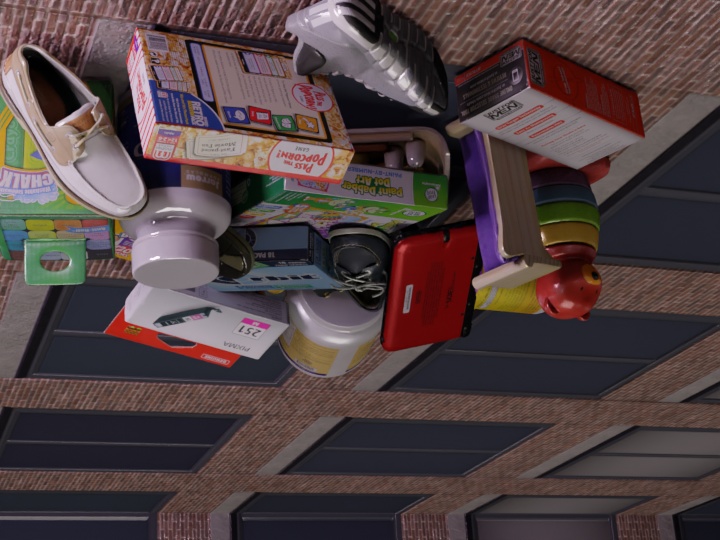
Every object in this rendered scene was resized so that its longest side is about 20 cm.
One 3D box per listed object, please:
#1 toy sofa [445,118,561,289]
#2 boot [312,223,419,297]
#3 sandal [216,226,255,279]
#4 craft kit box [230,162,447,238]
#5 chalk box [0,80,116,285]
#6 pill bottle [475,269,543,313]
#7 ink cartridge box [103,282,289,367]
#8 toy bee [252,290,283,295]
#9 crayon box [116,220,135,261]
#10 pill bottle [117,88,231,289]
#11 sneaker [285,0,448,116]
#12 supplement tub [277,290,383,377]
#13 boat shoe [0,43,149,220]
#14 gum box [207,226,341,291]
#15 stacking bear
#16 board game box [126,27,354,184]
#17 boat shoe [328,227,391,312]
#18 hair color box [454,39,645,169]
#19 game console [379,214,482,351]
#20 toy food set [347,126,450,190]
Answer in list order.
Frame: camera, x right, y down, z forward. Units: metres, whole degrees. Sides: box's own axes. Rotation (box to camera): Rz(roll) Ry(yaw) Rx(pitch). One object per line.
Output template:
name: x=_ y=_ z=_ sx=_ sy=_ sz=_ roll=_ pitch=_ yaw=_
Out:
toy sofa: x=0.148 y=-0.084 z=1.502 sx=0.097 sy=0.200 sz=0.083 roll=7 pitch=158 yaw=-41
boot: x=0.022 y=0.007 z=1.772 sx=0.153 sy=0.074 sz=0.204 roll=-21 pitch=120 yaw=19
sandal: x=-0.190 y=-0.071 z=1.532 sx=0.057 sy=0.201 sz=0.080 roll=-41 pitch=172 yaw=-38
craft kit box: x=-0.035 y=-0.077 z=1.517 sx=0.197 sy=0.049 sz=0.200 roll=2 pitch=169 yaw=-26
chalk box: x=-0.319 y=-0.084 z=1.412 sx=0.125 sy=0.200 sz=0.124 roll=-1 pitch=158 yaw=-8
pill bottle: x=0.207 y=0.006 z=1.869 sx=0.200 sy=0.105 sz=0.104 roll=6 pitch=156 yaw=-23
ink cartridge box: x=-0.222 y=0.077 z=1.808 sx=0.200 sy=0.044 sz=0.174 roll=18 pitch=136 yaw=-26
toy bee: x=-0.152 y=0.031 z=1.865 sx=0.131 sy=0.109 sz=0.200 roll=-21 pitch=153 yaw=32
crayon box: x=-0.275 y=-0.062 z=1.669 sx=0.119 sy=0.058 sz=0.200 roll=-22 pitch=152 yaw=39
pill bottle: x=-0.196 y=-0.089 z=1.423 sx=0.119 sy=0.200 sz=0.120 roll=-4 pitch=159 yaw=-2
sneaker: x=-0.002 y=-0.210 z=1.346 sx=0.115 sy=0.075 sz=0.200 roll=-12 pitch=147 yaw=32
supplement tub: x=-0.038 y=0.056 z=1.894 sx=0.145 sy=0.146 sz=0.200 roll=0 pitch=158 yaw=-11
boat shoe: x=-0.281 y=-0.135 z=1.326 sx=0.075 sy=0.200 sz=0.068 roll=-42 pitch=179 yaw=-29
gum box: x=-0.121 y=-0.012 z=1.639 sx=0.169 sy=0.045 sz=0.200 roll=-1 pitch=171 yaw=12
stacking bear: x=0.243 y=-0.039 z=1.631 sx=0.121 sy=0.200 sz=0.114 roll=16 pitch=151 yaw=-42
board game box: x=-0.119 y=-0.161 z=1.318 sx=0.200 sy=0.152 sz=0.046 roll=6 pitch=133 yaw=-23
boat shoe: x=0.000 y=0.000 z=1.625 sx=0.075 sy=0.062 sz=0.200 roll=3 pitch=163 yaw=6
hair color box: x=0.208 y=-0.177 z=1.467 sx=0.200 sy=0.061 sz=0.101 roll=15 pitch=152 yaw=-42
game console: x=0.096 y=-0.018 z=1.653 sx=0.172 sy=0.119 sz=0.200 roll=-11 pitch=138 yaw=-16
toy food set: x=0.005 y=-0.109 z=1.592 sx=0.199 sy=0.061 sz=0.144 roll=-1 pitch=158 yaw=3
